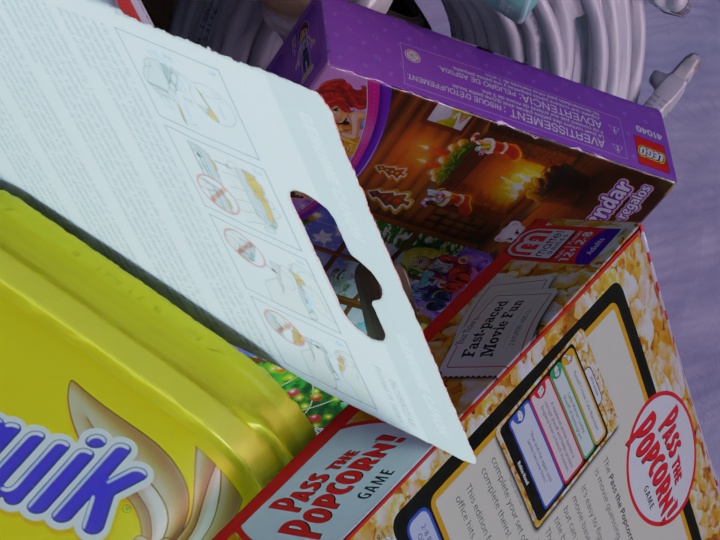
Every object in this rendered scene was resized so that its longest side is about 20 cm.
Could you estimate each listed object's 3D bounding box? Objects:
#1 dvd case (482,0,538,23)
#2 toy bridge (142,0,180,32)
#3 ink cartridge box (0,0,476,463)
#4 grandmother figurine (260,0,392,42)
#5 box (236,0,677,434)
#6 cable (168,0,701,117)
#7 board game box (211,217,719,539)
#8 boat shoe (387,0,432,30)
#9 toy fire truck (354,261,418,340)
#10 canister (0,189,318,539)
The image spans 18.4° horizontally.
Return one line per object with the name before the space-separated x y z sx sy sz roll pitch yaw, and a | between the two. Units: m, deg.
dvd case | -0.016 -0.166 0.715 0.022 0.200 0.146 -53 175 -15
toy bridge | -0.099 -0.043 0.830 0.067 0.027 0.200 30 73 -62
ink cartridge box | -0.053 -0.040 0.637 0.057 0.200 0.163 -55 144 -25
grandmother figurine | -0.050 -0.127 0.704 0.200 0.121 0.061 33 45 -51
box | 0.000 0.000 0.797 0.200 0.137 0.039 -52 -149 40
cable | 0.019 -0.077 0.863 0.200 0.069 0.200 -52 129 -4
board game box | 0.043 0.099 0.702 0.200 0.046 0.152 -42 123 -39
boat shoe | -0.013 -0.099 0.920 0.074 0.073 0.200 -22 118 -58
toy fire truck | -0.019 0.102 0.789 0.129 0.176 0.200 36 84 -31
canister | -0.128 0.091 0.668 0.200 0.148 0.087 -50 165 -25
